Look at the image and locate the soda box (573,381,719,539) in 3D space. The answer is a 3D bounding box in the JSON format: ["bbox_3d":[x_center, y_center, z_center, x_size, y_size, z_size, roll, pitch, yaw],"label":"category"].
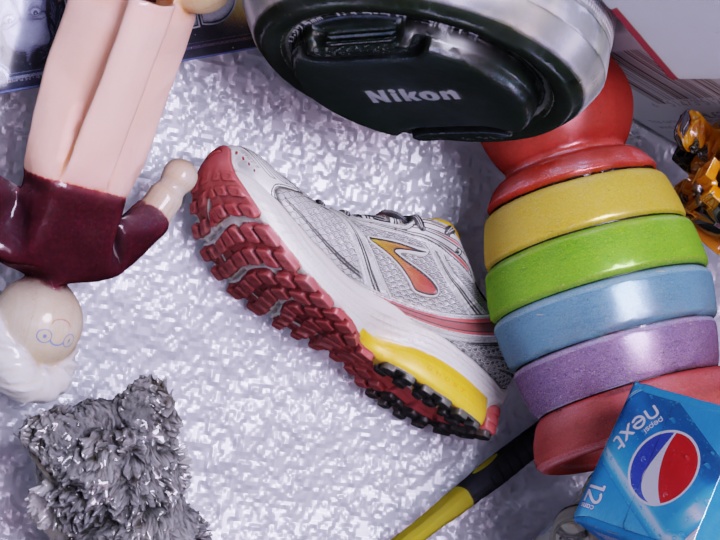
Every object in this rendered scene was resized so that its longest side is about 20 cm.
[{"bbox_3d":[0.181,0.124,0.963,0.200,0.064,0.068,37,74,-43],"label":"soda box"}]

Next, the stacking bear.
[{"bbox_3d":[0.108,-0.015,1.024,0.113,0.121,0.201,-2,73,-47],"label":"stacking bear"}]

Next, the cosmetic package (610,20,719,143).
[{"bbox_3d":[0.213,-0.168,1.080,0.166,0.167,0.201,26,81,-25],"label":"cosmetic package"}]

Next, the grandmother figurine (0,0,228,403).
[{"bbox_3d":[-0.126,-0.038,0.951,0.121,0.061,0.201,13,100,-25],"label":"grandmother figurine"}]

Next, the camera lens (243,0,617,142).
[{"bbox_3d":[0.043,-0.167,0.955,0.159,0.160,0.201,21,72,-26],"label":"camera lens"}]

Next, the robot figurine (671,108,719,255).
[{"bbox_3d":[0.234,-0.014,1.045,0.199,0.145,0.058,29,80,-1],"label":"robot figurine"}]

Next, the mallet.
[{"bbox_3d":[0.050,0.115,1.062,0.200,0.066,0.041,-33,106,-23],"label":"mallet"}]

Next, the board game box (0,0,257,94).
[{"bbox_3d":[-0.094,-0.162,0.998,0.199,0.035,0.136,-14,98,-26],"label":"board game box"}]

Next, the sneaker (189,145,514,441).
[{"bbox_3d":[0.000,0.000,1.036,0.200,0.078,0.082,39,68,-31],"label":"sneaker"}]

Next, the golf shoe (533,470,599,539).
[{"bbox_3d":[0.095,0.165,1.065,0.200,0.097,0.078,-42,81,19],"label":"golf shoe"}]

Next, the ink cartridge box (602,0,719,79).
[{"bbox_3d":[0.156,-0.198,0.904,0.147,0.082,0.201,36,61,-55],"label":"ink cartridge box"}]

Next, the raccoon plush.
[{"bbox_3d":[-0.072,0.131,0.936,0.097,0.199,0.135,-25,124,-41],"label":"raccoon plush"}]
